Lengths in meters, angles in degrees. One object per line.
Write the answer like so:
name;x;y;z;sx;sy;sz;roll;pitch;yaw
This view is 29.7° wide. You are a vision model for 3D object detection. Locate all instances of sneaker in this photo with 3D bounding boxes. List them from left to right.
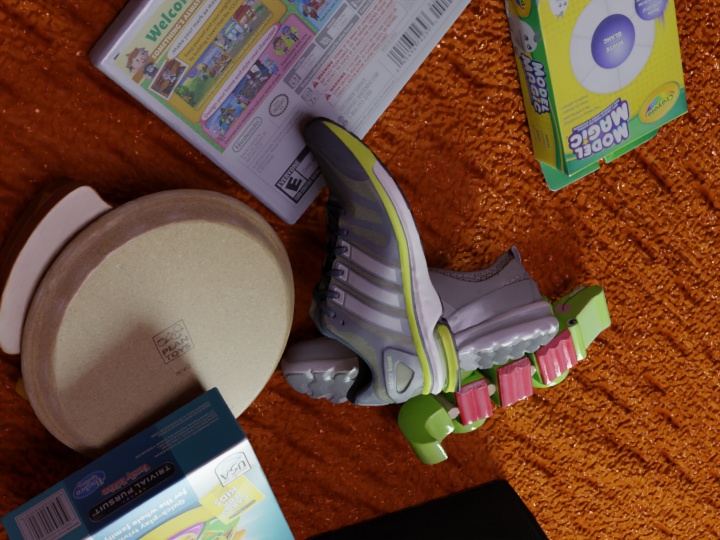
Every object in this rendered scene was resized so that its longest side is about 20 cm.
sneaker;0.000;0.000;0.868;0.080;0.074;0.201;-22;101;-7
sneaker;0.036;0.039;0.967;0.198;0.083;0.075;-13;159;-13

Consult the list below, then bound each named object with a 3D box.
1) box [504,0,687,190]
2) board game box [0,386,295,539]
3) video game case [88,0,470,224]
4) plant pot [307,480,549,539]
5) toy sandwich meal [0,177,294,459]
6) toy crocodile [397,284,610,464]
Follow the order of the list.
box;0.167;-0.158;0.960;0.117;0.048;0.201;-29;126;-17
board game box;-0.125;0.179;0.887;0.150;0.047;0.201;-31;146;-11
video game case;-0.042;-0.155;0.845;0.200;0.022;0.182;-51;128;0
plant pot;0.076;0.311;1.044;0.198;0.177;0.201;-11;117;-26
toy sandwich meal;-0.136;0.028;0.848;0.204;0.070;0.207;-17;122;-28
toy crocodile;0.111;0.074;1.025;0.199;0.062;0.068;-28;124;-19
